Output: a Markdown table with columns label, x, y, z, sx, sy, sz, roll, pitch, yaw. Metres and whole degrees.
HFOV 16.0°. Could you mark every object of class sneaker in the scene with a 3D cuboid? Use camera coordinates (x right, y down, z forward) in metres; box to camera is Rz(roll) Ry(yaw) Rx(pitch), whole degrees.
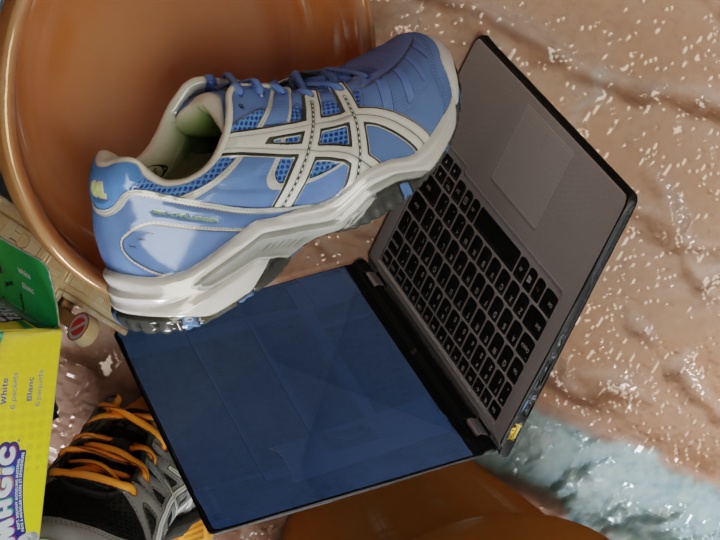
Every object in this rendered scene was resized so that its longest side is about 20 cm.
| label | x | y | z | sx | sy | sz | roll | pitch | yaw |
| --- | --- | --- | --- | --- | --- | --- | --- | --- | --- |
| sneaker | -0.032 | -0.053 | 1.086 | 0.200 | 0.075 | 0.077 | -38 | 122 | -33 |
| sneaker | -0.112 | 0.097 | 1.166 | 0.078 | 0.200 | 0.078 | 13 | 100 | 8 |

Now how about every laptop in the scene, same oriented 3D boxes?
| label | x | y | z | sx | sy | sz | roll | pitch | yaw |
| --- | --- | --- | --- | --- | --- | --- | --- | --- | --- |
| laptop | 0.000 | 0.000 | 1.139 | 0.115 | 0.187 | 0.201 | 18 | 109 | -27 |

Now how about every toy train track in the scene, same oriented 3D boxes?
| label | x | y | z | sx | sy | sz | roll | pitch | yaw |
| --- | --- | --- | --- | --- | --- | --- | --- | --- | --- |
| toy train track | -0.108 | -0.037 | 1.144 | 0.115 | 0.032 | 0.201 | 35 | 86 | -40 |

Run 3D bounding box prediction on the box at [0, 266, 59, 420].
| label | x | y | z | sx | sy | sz | roll | pitch | yaw |
| --- | --- | --- | --- | --- | --- | --- | --- | --- | --- |
| box | -0.234 | 0.017 | 1.120 | 0.160 | 0.044 | 0.201 | -31 | 124 | -25 |

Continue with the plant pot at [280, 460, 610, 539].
| label | x | y | z | sx | sy | sz | roll | pitch | yaw |
| --- | --- | --- | --- | --- | --- | --- | --- | --- | --- |
| plant pot | 0.043 | 0.182 | 1.249 | 0.199 | 0.183 | 0.202 | -8 | 119 | -15 |

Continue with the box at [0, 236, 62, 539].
| label | x | y | z | sx | sy | sz | roll | pitch | yaw |
| --- | --- | --- | --- | --- | --- | --- | --- | --- | --- |
| box | -0.176 | 0.077 | 1.082 | 0.048 | 0.117 | 0.202 | -1 | 107 | -35 |

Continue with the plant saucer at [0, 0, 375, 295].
| label | x | y | z | sx | sy | sz | roll | pitch | yaw |
| --- | --- | --- | --- | --- | --- | --- | --- | --- | --- |
| plant saucer | -0.079 | -0.086 | 1.112 | 0.199 | 0.037 | 0.202 | -12 | 109 | -39 |
